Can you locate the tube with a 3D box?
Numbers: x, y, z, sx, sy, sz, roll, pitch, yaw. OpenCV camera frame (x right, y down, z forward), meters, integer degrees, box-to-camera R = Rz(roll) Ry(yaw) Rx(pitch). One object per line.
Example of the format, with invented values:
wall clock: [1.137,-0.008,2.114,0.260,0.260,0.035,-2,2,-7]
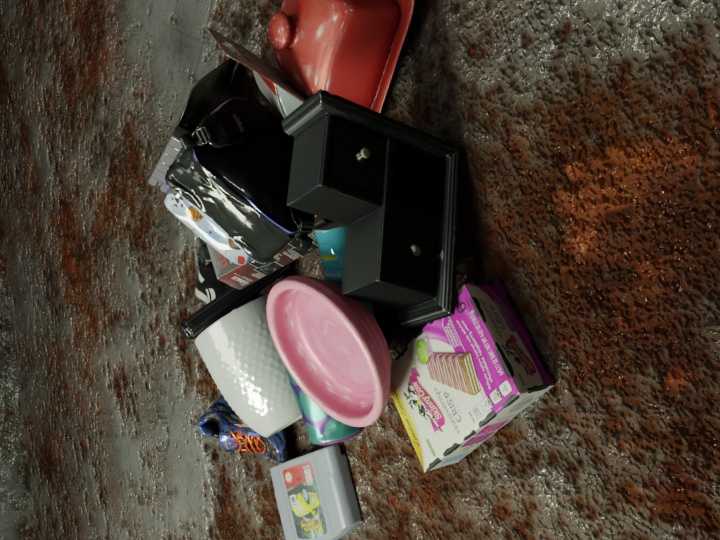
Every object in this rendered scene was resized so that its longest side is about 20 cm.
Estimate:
tube: [-0.010,0.041,1.036,0.077,0.050,0.204,5,112,55]

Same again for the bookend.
bookend: [0.007,-0.062,0.935,0.092,0.197,0.203,-22,57,54]

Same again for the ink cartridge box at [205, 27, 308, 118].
ink cartridge box: [-0.114,-0.229,1.099,0.051,0.198,0.163,-57,31,14]

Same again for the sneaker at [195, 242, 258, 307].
sneaker: [-0.230,0.006,1.427,0.199,0.072,0.115,20,112,53]

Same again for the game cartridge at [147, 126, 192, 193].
game cartridge: [-0.220,-0.132,1.313,0.130,0.198,0.039,-46,21,43]

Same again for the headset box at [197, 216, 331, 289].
headset box: [-0.145,-0.079,1.210,0.197,0.077,0.151,-26,69,12]

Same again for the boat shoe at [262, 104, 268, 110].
boat shoe: [-0.177,-0.184,1.326,0.201,0.069,0.072,106,156,-59]

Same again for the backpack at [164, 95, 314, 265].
backpack: [-0.144,-0.118,1.073,0.200,0.192,0.153,44,129,-18]

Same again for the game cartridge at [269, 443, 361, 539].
game cartridge: [-0.072,0.349,1.289,0.199,0.040,0.136,-34,72,51]

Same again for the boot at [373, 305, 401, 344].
boot: [-0.002,0.001,1.102,0.158,0.078,0.214,-49,57,46]

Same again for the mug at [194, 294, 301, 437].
mug: [-0.125,0.136,1.257,0.198,0.147,0.178,-33,81,20]

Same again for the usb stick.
usb stick: [-0.188,0.037,1.281,0.033,0.199,0.055,56,160,-8]

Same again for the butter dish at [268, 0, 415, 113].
butter dish: [-0.049,-0.299,1.070,0.201,0.145,0.202,49,132,38]

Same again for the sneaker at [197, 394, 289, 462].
sneaker: [-0.191,0.272,1.385,0.197,0.078,0.077,13,122,41]

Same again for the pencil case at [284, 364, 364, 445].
pencil case: [-0.056,0.132,1.166,0.085,0.091,0.204,-12,96,69]

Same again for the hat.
hat: [-0.231,-0.246,1.366,0.080,0.201,0.201,37,135,-2]

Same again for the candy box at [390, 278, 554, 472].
candy box: [0.115,0.124,0.971,0.201,0.060,0.138,-53,53,44]

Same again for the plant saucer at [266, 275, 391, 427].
plant saucer: [-0.032,0.091,1.020,0.199,0.050,0.203,34,141,31]
